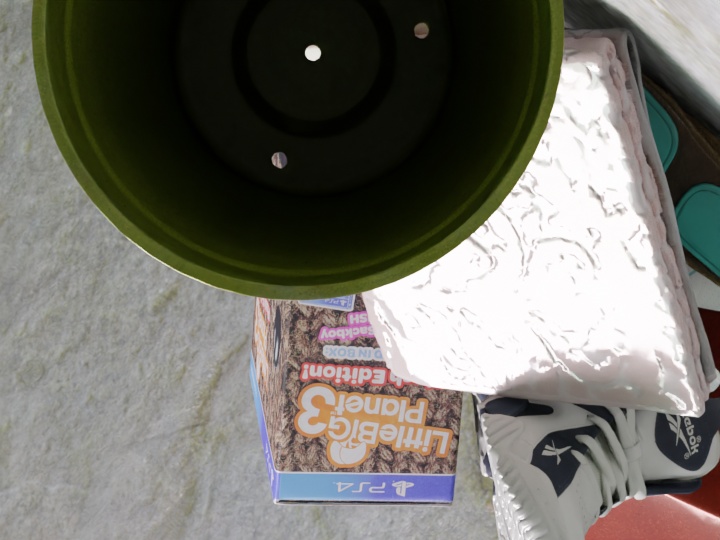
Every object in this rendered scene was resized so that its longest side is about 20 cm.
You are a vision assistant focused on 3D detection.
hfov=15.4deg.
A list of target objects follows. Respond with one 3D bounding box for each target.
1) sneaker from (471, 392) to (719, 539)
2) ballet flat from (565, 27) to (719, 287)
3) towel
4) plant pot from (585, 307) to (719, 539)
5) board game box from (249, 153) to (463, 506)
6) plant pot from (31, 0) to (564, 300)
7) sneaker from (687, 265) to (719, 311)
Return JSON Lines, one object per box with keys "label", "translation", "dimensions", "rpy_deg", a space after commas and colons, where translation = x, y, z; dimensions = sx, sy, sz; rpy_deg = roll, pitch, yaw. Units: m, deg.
{"label": "sneaker", "translation": [0.125, 0.089, 1.313], "dimensions": [0.199, 0.128, 0.080], "rpy_deg": [-100, 0, -77]}
{"label": "ballet flat", "translation": [0.148, -0.048, 1.250], "dimensions": [0.199, 0.068, 0.072], "rpy_deg": [35, -161, 0]}
{"label": "towel", "translation": [0.064, -0.027, 1.239], "dimensions": [0.190, 0.032, 0.201], "rpy_deg": [5, 125, 37]}
{"label": "plant pot", "translation": [0.203, 0.098, 1.467], "dimensions": [0.199, 0.201, 0.177], "rpy_deg": [23, 160, 29]}
{"label": "board game box", "translation": [0.000, 0.000, 1.411], "dimensions": [0.096, 0.202, 0.160], "rpy_deg": [1, -158, -8]}
{"label": "plant pot", "translation": [-0.021, -0.092, 1.083], "dimensions": [0.200, 0.201, 0.193], "rpy_deg": [38, -178, 0]}
{"label": "sneaker", "translation": [0.132, -0.016, 1.316], "dimensions": [0.199, 0.080, 0.071], "rpy_deg": [23, -144, -17]}
